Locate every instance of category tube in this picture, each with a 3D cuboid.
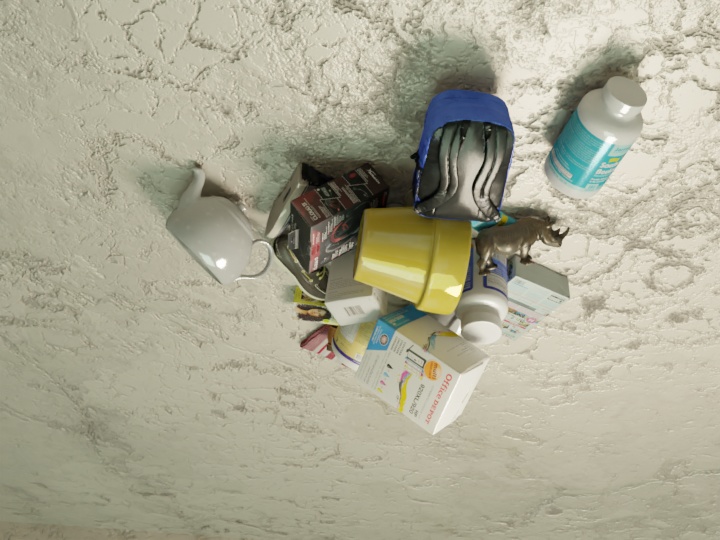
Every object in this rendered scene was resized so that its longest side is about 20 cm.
[{"bbox_3d":[0.232,-0.110,1.481,0.199,0.051,0.077,26,141,-33],"label":"tube"}]

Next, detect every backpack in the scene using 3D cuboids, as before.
[{"bbox_3d":[0.166,-0.205,1.260,0.160,0.169,0.201,1,139,-5],"label":"backpack"}]

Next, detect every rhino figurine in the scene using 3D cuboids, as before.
[{"bbox_3d":[0.317,-0.058,1.479,0.197,0.060,0.089,-15,101,0],"label":"rhino figurine"}]

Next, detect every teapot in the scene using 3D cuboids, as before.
[{"bbox_3d":[-0.282,-0.076,1.517,0.197,0.146,0.200,42,168,15],"label":"teapot"}]

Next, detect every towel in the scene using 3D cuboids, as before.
[{"bbox_3d":[-0.039,0.203,1.941,0.198,0.023,0.144,26,139,-24],"label":"towel"}]

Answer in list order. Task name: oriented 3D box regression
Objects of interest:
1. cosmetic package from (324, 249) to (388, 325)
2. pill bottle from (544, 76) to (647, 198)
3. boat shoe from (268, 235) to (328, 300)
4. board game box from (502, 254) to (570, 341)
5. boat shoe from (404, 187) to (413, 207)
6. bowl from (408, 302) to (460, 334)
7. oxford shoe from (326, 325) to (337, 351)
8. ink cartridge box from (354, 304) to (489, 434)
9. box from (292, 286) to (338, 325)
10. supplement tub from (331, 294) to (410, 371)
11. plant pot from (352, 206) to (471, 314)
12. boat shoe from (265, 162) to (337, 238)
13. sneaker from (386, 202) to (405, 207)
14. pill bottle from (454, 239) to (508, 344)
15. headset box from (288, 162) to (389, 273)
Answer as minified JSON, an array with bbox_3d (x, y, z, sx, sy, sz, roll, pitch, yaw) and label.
[{"bbox_3d":[0.000,0.000,1.524,0.106,0.202,0.085,-9,139,22],"label":"cosmetic package"},{"bbox_3d":[0.393,-0.222,1.251,0.109,0.112,0.201,12,143,-7],"label":"pill bottle"},{"bbox_3d":[-0.114,-0.004,1.641,0.060,0.072,0.201,-18,134,35],"label":"boat shoe"},{"bbox_3d":[0.343,0.065,1.670,0.146,0.065,0.200,22,138,-18],"label":"board game box"},{"bbox_3d":[0.137,-0.102,1.502,0.066,0.057,0.201,-5,137,25],"label":"boat shoe"},{"bbox_3d":[0.165,0.119,1.642,0.090,0.201,0.202,30,151,25],"label":"bowl"},{"bbox_3d":[0.016,0.160,1.846,0.197,0.072,0.071,0,-176,-14],"label":"oxford shoe"},{"bbox_3d":[0.122,0.191,1.482,0.199,0.144,0.149,32,114,24],"label":"ink cartridge box"},{"bbox_3d":[-0.060,0.089,1.773,0.197,0.051,0.076,7,143,-1],"label":"box"},{"bbox_3d":[0.031,0.109,1.660,0.144,0.146,0.202,17,113,-14],"label":"supplement tub"},{"bbox_3d":[0.087,-0.034,1.366,0.186,0.203,0.202,9,143,-3],"label":"plant pot"},{"bbox_3d":[-0.114,-0.121,1.488,0.092,0.075,0.200,17,141,-22],"label":"boat shoe"},{"bbox_3d":[0.093,-0.033,1.539,0.070,0.114,0.201,-12,139,21],"label":"sneaker"},{"bbox_3d":[0.247,0.045,1.545,0.110,0.202,0.113,4,143,3],"label":"pill bottle"},{"bbox_3d":[-0.050,-0.094,1.419,0.199,0.075,0.149,-30,154,-22],"label":"headset box"}]
